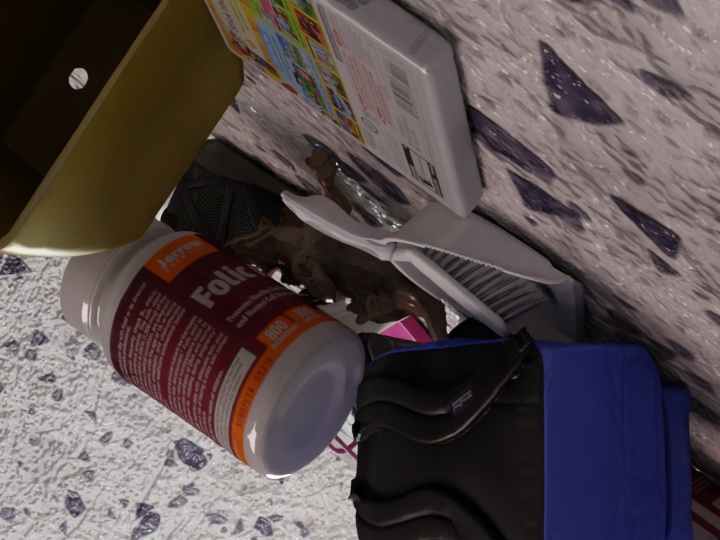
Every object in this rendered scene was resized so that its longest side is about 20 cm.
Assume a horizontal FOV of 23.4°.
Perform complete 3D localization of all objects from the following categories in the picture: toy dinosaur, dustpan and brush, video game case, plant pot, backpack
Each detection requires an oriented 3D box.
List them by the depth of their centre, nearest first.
[{"bbox_3d":[-0.018,-0.118,0.909,0.181,0.023,0.200,37,171,17],"label":"video game case"},{"bbox_3d":[0.094,0.126,1.058,0.166,0.165,0.199,10,170,-36],"label":"backpack"},{"bbox_3d":[-0.186,-0.123,1.063,0.199,0.201,0.176,35,-179,24],"label":"plant pot"},{"bbox_3d":[0.041,-0.009,1.065,0.199,0.057,0.140,37,170,17],"label":"dustpan and brush"},{"bbox_3d":[0.000,0.000,1.212,0.199,0.086,0.136,34,170,9],"label":"toy dinosaur"}]

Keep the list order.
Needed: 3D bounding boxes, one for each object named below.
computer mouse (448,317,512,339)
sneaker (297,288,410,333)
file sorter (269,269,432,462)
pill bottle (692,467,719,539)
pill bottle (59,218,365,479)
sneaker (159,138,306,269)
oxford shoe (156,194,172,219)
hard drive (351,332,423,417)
[{"bbox_3d":[0.125,0.110,1.153,0.046,0.139,0.202,35,-140,-64],"label":"computer mouse"},{"bbox_3d":[-0.039,0.060,1.326,0.073,0.199,0.081,5,113,57],"label":"sneaker"},{"bbox_3d":[-0.037,0.070,1.544,0.199,0.126,0.139,31,167,41],"label":"file sorter"},{"bbox_3d":[0.191,0.176,1.195,0.199,0.110,0.110,35,170,26],"label":"pill bottle"},{"bbox_3d":[-0.104,0.044,1.188,0.199,0.115,0.114,31,168,27],"label":"pill bottle"},{"bbox_3d":[-0.082,-0.016,1.364,0.199,0.115,0.076,31,169,31],"label":"sneaker"},{"bbox_3d":[-0.173,-0.090,1.570,0.072,0.071,0.200,66,-176,28],"label":"oxford shoe"},{"bbox_3d":[0.060,0.122,1.280,0.199,0.038,0.141,15,-130,-59],"label":"hard drive"}]
